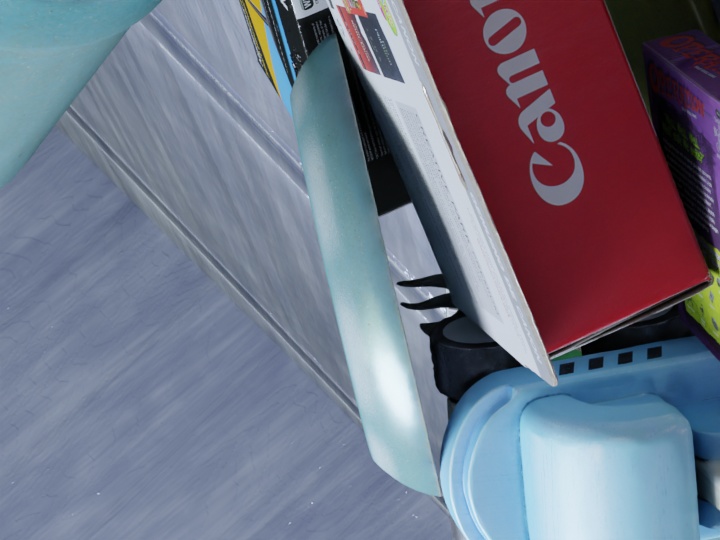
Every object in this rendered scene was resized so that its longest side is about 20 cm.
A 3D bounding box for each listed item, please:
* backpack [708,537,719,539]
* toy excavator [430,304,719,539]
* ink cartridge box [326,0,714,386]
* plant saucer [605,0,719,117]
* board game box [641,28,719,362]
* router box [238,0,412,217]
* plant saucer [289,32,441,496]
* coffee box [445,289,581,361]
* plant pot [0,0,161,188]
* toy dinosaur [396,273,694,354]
[{"bbox_3d":[0.229,0.121,0.996,0.200,0.178,0.151,31,170,47],"label":"backpack"},{"bbox_3d":[0.136,0.083,0.883,0.200,0.193,0.100,-124,27,-69],"label":"toy excavator"},{"bbox_3d":[0.052,-0.074,0.854,0.176,0.084,0.201,-133,19,-75],"label":"ink cartridge box"},{"bbox_3d":[0.086,-0.110,0.967,0.200,0.031,0.201,38,149,28],"label":"plant saucer"},{"bbox_3d":[0.149,-0.003,0.798,0.200,0.032,0.121,-121,14,-66],"label":"board game box"},{"bbox_3d":[-0.027,-0.142,1.065,0.149,0.051,0.201,-121,10,-45],"label":"router box"},{"bbox_3d":[0.000,0.000,0.960,0.200,0.027,0.201,-12,-90,-89],"label":"plant saucer"},{"bbox_3d":[0.103,0.061,1.103,0.044,0.122,0.201,-178,84,-76],"label":"coffee box"},{"bbox_3d":[-0.174,-0.137,0.962,0.200,0.200,0.196,46,138,6],"label":"plant pot"},{"bbox_3d":[0.122,0.008,1.030,0.102,0.199,0.077,49,130,27],"label":"toy dinosaur"}]
